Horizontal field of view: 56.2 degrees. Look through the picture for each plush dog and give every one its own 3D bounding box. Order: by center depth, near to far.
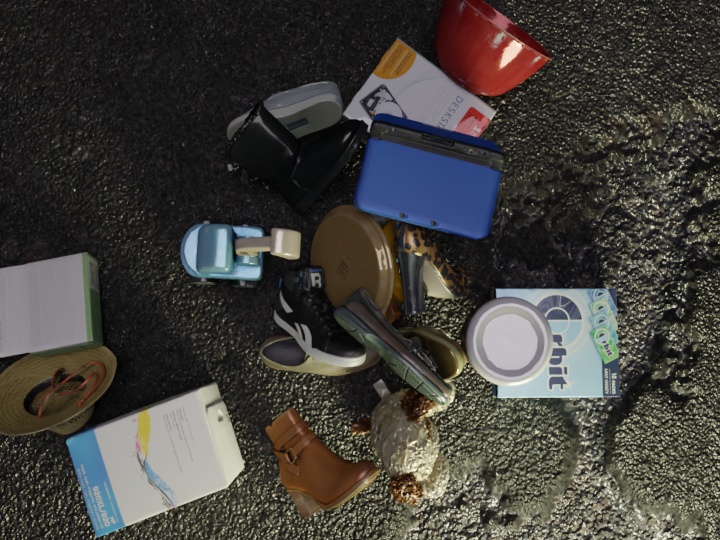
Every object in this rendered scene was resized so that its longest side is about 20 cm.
[{"bbox_3d":[0.065,0.245,1.002,0.157,0.172,0.204,5,86,-1],"label":"plush dog"}]

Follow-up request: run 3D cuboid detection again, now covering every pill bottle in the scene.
[{"bbox_3d":[0.201,0.099,0.964,0.114,0.200,0.118,0,86,5],"label":"pill bottle"}]

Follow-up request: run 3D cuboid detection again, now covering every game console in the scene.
[{"bbox_3d":[0.100,-0.143,0.987,0.196,0.171,0.120,15,110,-1],"label":"game console"}]

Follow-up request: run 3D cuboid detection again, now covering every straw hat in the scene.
[{"bbox_3d":[-0.458,0.203,1.031,0.197,0.202,0.086,-12,127,-2],"label":"straw hat"}]

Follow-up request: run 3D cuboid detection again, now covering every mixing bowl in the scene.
[{"bbox_3d":[0.191,-0.349,1.067,0.199,0.200,0.109,37,118,1],"label":"mixing bowl"}]

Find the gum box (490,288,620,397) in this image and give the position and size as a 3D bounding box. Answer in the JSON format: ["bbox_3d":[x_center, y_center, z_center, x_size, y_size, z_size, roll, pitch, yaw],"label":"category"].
[{"bbox_3d":[0.311,0.116,1.085,0.196,0.045,0.173,-1,85,-1],"label":"gum box"}]

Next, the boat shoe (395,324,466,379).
[{"bbox_3d":[0.103,0.112,1.001,0.062,0.200,0.074,-24,96,-22],"label":"boat shoe"}]

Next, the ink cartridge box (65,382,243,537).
[{"bbox_3d":[-0.295,0.272,1.003,0.197,0.147,0.147,-20,86,-3],"label":"ink cartridge box"}]

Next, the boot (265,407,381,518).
[{"bbox_3d":[-0.067,0.273,1.002,0.199,0.073,0.157,-36,76,39],"label":"boot"}]

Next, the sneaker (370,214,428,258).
[{"bbox_3d":[0.061,-0.075,1.051,0.081,0.076,0.200,47,111,6],"label":"sneaker"}]

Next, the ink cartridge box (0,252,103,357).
[{"bbox_3d":[-0.511,0.062,1.052,0.196,0.048,0.148,-11,74,-1],"label":"ink cartridge box"}]

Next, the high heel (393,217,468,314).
[{"bbox_3d":[0.116,-0.027,1.018,0.070,0.199,0.145,1,103,32],"label":"high heel"}]

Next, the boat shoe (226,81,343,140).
[{"bbox_3d":[-0.122,-0.254,1.095,0.197,0.070,0.072,-14,50,13],"label":"boat shoe"}]

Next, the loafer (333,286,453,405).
[{"bbox_3d":[0.054,0.100,0.929,0.199,0.072,0.063,39,73,8],"label":"loafer"}]

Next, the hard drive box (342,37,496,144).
[{"bbox_3d":[0.093,-0.246,1.094,0.199,0.077,0.157,35,86,1],"label":"hard drive box"}]

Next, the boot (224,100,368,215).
[{"bbox_3d":[-0.104,-0.197,1.044,0.162,0.074,0.198,38,117,-14],"label":"boot"}]

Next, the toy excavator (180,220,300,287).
[{"bbox_3d":[-0.181,-0.029,1.005,0.191,0.200,0.102,3,85,-1],"label":"toy excavator"}]

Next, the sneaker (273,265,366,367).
[{"bbox_3d":[-0.063,0.055,1.004,0.072,0.199,0.114,-10,117,-41],"label":"sneaker"}]

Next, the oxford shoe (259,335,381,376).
[{"bbox_3d":[-0.062,0.133,1.057,0.196,0.075,0.072,-4,85,-2],"label":"oxford shoe"}]

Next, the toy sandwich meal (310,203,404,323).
[{"bbox_3d":[0.000,0.000,1.030,0.070,0.204,0.209,-10,84,-42],"label":"toy sandwich meal"}]
